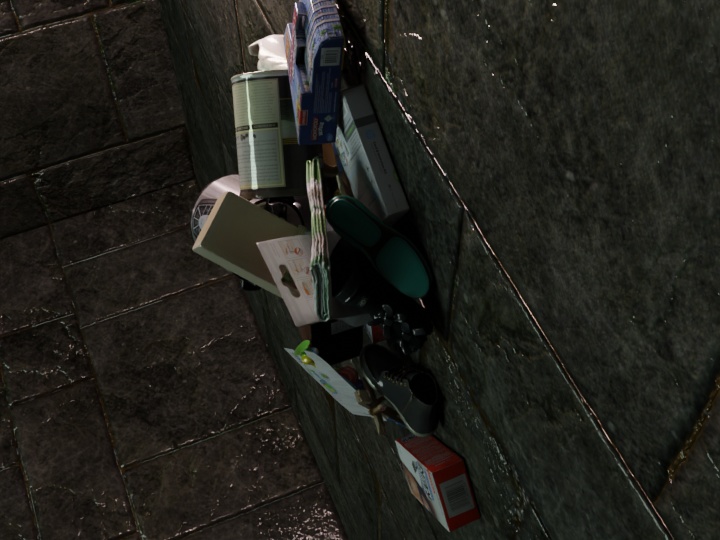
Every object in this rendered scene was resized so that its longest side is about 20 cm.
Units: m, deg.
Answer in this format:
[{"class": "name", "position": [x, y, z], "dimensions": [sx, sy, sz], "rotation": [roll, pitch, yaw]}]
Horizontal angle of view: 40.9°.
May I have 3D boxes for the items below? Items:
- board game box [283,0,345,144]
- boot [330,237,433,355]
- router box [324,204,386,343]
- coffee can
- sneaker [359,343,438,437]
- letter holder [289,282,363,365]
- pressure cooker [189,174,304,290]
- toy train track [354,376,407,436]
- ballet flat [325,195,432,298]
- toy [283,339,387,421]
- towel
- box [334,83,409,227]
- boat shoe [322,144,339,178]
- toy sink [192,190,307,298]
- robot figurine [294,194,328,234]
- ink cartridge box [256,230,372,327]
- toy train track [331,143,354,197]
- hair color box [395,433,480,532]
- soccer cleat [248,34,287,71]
[{"class": "board game box", "position": [-0.075, -0.332, 1.458], "dimensions": [0.200, 0.061, 0.201], "rotation": [98, 163, -50]}, {"class": "boot", "position": [0.033, 0.030, 1.477], "dimensions": [0.162, 0.073, 0.199], "rotation": [35, -156, -20]}, {"class": "router box", "position": [0.000, 0.000, 1.732], "dimensions": [0.200, 0.049, 0.180], "rotation": [-122, 18, -45]}, {"class": "coffee can", "position": [-0.136, -0.222, 1.602], "dimensions": [0.146, 0.146, 0.201], "rotation": [-166, 71, -75]}, {"class": "sneaker", "position": [0.071, 0.178, 1.644], "dimensions": [0.200, 0.075, 0.106], "rotation": [48, 152, 29]}, {"class": "letter holder", "position": [-0.066, 0.063, 1.768], "dimensions": [0.200, 0.100, 0.143], "rotation": [89, 160, -54]}, {"class": "pressure cooker", "position": [-0.198, -0.075, 1.769], "dimensions": [0.200, 0.179, 0.176], "rotation": [30, 157, 47]}, {"class": "toy train track", "position": [0.057, 0.248, 1.728], "dimensions": [0.200, 0.032, 0.115], "rotation": [36, -151, -50]}, {"class": "ballet flat", "position": [0.031, -0.041, 1.431], "dimensions": [0.200, 0.067, 0.070], "rotation": [42, -169, -4]}, {"class": "toy", "position": [-0.037, 0.192, 1.741], "dimensions": [0.200, 0.047, 0.115], "rotation": [43, 158, -25]}, {"class": "towel", "position": [-0.065, -0.045, 1.434], "dimensions": [0.149, 0.031, 0.201], "rotation": [92, 173, -55]}, {"class": "box", "position": [0.008, -0.165, 1.483], "dimensions": [0.156, 0.041, 0.201], "rotation": [137, 115, -76]}, {"class": "boat shoe", "position": [-0.098, -0.246, 1.692], "dimensions": [0.200, 0.072, 0.076], "rotation": [44, 143, 19]}, {"class": "toy sink", "position": [-0.163, -0.039, 1.612], "dimensions": [0.199, 0.112, 0.130], "rotation": [29, 172, -12]}, {"class": "robot figurine", "position": [-0.121, -0.154, 1.878], "dimensions": [0.201, 0.112, 0.170], "rotation": [85, -179, -47]}, {"class": "ink cartridge box", "position": [-0.054, 0.017, 1.521], "dimensions": [0.161, 0.199, 0.047], "rotation": [62, 141, 23]}, {"class": "toy train track", "position": [-0.038, -0.154, 1.610], "dimensions": [0.115, 0.032, 0.201], "rotation": [48, -156, -60]}, {"class": "hair color box", "position": [0.130, 0.358, 1.669], "dimensions": [0.200, 0.064, 0.111], "rotation": [-158, 50, -75]}, {"class": "soccer cleat", "position": [-0.142, -0.362, 1.748], "dimensions": [0.200, 0.077, 0.070], "rotation": [-122, 18, -44]}]
